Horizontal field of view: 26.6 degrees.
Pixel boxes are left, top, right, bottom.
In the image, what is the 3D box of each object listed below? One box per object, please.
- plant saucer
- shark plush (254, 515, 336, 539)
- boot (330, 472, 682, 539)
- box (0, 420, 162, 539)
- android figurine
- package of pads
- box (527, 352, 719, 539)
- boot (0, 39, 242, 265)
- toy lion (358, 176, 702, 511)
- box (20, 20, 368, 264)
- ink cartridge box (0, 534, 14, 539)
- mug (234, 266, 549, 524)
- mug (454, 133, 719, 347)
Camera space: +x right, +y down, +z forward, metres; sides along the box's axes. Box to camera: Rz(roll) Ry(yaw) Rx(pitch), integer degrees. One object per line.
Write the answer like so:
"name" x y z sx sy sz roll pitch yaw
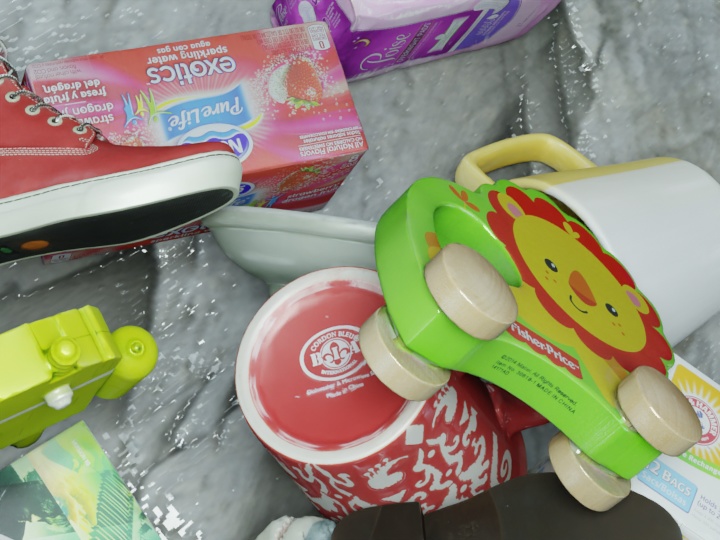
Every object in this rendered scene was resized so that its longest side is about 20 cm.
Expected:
"plant saucer" 0.000 0.000 0.916 0.199 0.200 0.051 9 88 -16
"shark plush" -0.044 0.237 0.847 0.091 0.083 0.201 12 77 -62
"boot" 0.084 0.196 0.842 0.185 0.201 0.064 -1 47 11
"box" -0.199 0.196 0.847 0.200 0.036 0.145 -32 84 -28
"android figurine" -0.193 0.073 0.805 0.181 0.200 0.041 -24 83 -28
"package of pads" 0.048 -0.193 1.039 0.199 0.121 0.076 -17 76 -25
"box" 0.158 0.156 0.889 0.112 0.200 0.102 35 49 -4
"boot" -0.169 -0.084 0.837 0.199 0.072 0.145 -9 75 3
"toy lion" 0.089 0.015 0.787 0.199 0.069 0.192 32 30 -26
"box" -0.109 -0.080 0.951 0.199 0.100 0.096 -12 74 -24
"ink cartridge box" -0.192 0.181 0.756 0.200 0.044 0.094 34 41 -33
"mug" 0.026 0.069 0.855 0.133 0.200 0.178 39 82 28
"mug" 0.166 -0.023 1.007 0.153 0.149 0.187 -20 84 -33
